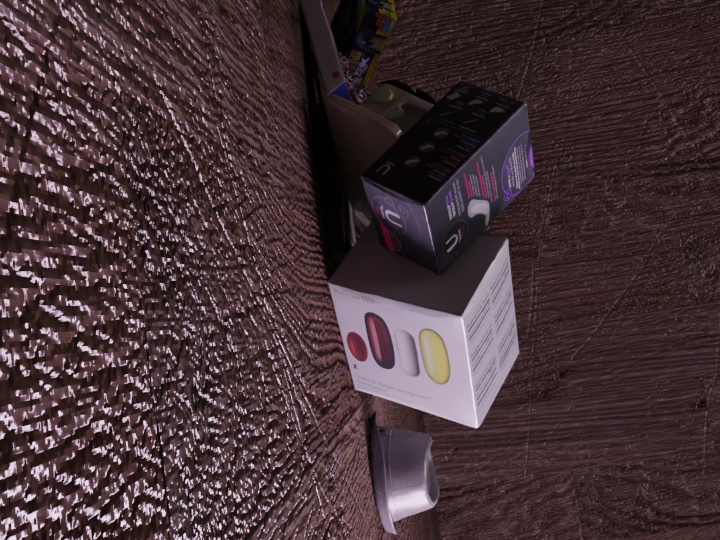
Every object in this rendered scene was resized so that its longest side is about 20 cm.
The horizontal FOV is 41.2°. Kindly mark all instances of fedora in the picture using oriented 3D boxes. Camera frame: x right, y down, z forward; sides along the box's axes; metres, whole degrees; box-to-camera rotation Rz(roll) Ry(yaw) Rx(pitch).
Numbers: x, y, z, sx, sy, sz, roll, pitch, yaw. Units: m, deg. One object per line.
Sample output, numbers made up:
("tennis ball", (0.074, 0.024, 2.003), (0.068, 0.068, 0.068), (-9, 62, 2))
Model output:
("fedora", (0.069, 0.296, 1.430), (0.200, 0.089, 0.180), (-38, 119, -85))

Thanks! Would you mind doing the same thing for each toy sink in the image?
("toy sink", (0.049, -0.162, 1.266), (0.130, 0.112, 0.201), (30, -28, 34))

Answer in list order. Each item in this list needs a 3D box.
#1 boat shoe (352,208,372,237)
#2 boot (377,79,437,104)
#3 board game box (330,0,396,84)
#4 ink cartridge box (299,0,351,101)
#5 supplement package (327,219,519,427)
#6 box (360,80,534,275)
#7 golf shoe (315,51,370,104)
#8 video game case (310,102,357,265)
("boat shoe", (0.047, -0.028, 1.397), (0.203, 0.074, 0.065), (53, -37, 24))
("boot", (0.048, -0.250, 1.494), (0.070, 0.198, 0.132), (-60, 150, -20))
("board game box", (-0.003, -0.402, 1.578), (0.202, 0.056, 0.166), (-94, -154, -48))
("ink cartridge box", (-0.040, -0.272, 1.323), (0.095, 0.037, 0.203), (68, 8, -65))
("supplement package", (0.086, 0.062, 1.233), (0.148, 0.189, 0.202), (-53, 144, -38))
("box", (0.110, -0.115, 1.166), (0.200, 0.105, 0.123), (-45, 141, -24))
("golf shoe", (-0.021, -0.233, 1.435), (0.202, 0.091, 0.073), (60, 22, -8))
("video game case", (-0.032, -0.106, 1.326), (0.181, 0.025, 0.203), (57, 25, -78))
